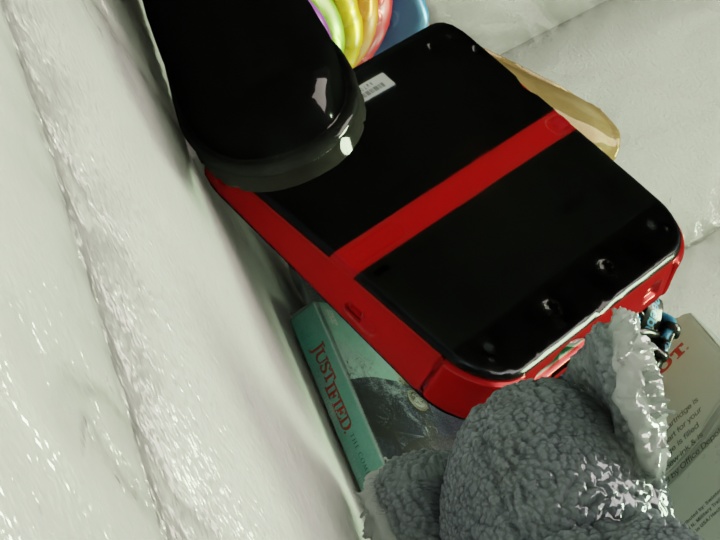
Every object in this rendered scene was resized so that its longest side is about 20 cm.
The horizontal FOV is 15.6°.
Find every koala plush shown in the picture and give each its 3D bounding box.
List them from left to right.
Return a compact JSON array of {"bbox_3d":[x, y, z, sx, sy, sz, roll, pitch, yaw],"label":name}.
[{"bbox_3d":[0.091,0.125,1.059,0.184,0.177,0.200,23,40,-49],"label":"koala plush"}]

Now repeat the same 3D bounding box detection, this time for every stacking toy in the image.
[{"bbox_3d":[-0.045,-0.116,1.322,0.110,0.116,0.200,61,20,-19],"label":"stacking toy"}]

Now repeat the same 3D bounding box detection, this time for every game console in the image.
[{"bbox_3d":[0.045,-0.026,1.219,0.177,0.031,0.200,41,41,14],"label":"game console"}]

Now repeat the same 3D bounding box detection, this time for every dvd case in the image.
[{"bbox_3d":[0.060,0.089,1.245,0.200,0.022,0.146,14,45,-51],"label":"dvd case"}]

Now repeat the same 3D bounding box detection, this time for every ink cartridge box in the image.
[{"bbox_3d":[0.186,0.136,1.404,0.083,0.147,0.200,41,9,-34],"label":"ink cartridge box"}]

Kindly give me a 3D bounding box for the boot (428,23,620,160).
[{"bbox_3d":[0.033,-0.121,1.544,0.200,0.066,0.175,22,15,-28],"label":"boot"}]

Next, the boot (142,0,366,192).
[{"bbox_3d":[-0.078,-0.144,1.143,0.211,0.079,0.158,60,-2,44],"label":"boot"}]

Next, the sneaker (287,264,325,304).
[{"bbox_3d":[0.000,0.000,1.315,0.071,0.073,0.200,56,-10,46],"label":"sneaker"}]

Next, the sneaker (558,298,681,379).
[{"bbox_3d":[0.112,0.050,1.258,0.073,0.082,0.200,31,35,-37],"label":"sneaker"}]
